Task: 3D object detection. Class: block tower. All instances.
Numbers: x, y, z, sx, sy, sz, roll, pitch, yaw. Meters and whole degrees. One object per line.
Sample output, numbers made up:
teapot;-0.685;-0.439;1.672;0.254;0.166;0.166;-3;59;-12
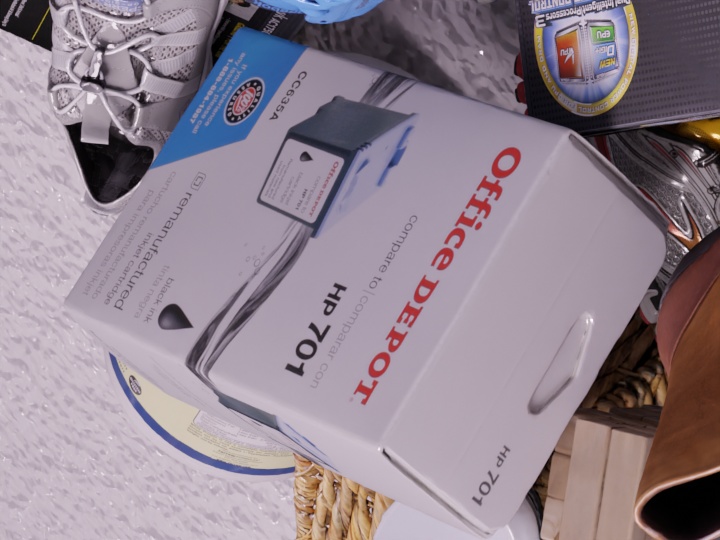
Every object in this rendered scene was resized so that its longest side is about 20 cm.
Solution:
block tower;0.154;0.084;1.125;0.054;0.200;0.058;14;97;44

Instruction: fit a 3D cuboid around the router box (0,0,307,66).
router box;-0.098;-0.142;1.267;0.149;0.051;0.200;25;160;-10

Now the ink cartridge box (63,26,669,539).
ink cartridge box;0.000;0.000;1.105;0.200;0.147;0.086;20;165;46

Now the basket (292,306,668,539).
basket;0.065;0.081;1.264;0.149;0.143;0.200;27;143;27

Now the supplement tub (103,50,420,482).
supplement tub;-0.033;0.000;1.317;0.145;0.145;0.200;47;147;9

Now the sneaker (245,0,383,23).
sneaker;-0.008;-0.115;1.014;0.066;0.078;0.200;39;-170;-8

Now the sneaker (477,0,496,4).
sneaker;-0.023;-0.159;1.134;0.199;0.073;0.072;13;167;-8

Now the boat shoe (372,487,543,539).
boat shoe;0.041;0.131;1.164;0.069;0.057;0.200;46;148;15

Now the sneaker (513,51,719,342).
sneaker;0.142;-0.029;1.131;0.200;0.078;0.082;53;146;0

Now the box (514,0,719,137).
box;0.131;-0.137;1.019;0.200;0.044;0.161;-6;91;54

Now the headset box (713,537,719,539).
headset box;0.215;0.048;0.996;0.075;0.200;0.149;55;148;-6

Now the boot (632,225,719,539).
boot;0.169;-0.007;0.961;0.188;0.200;0.069;-36;99;18

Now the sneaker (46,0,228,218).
sneaker;-0.098;-0.093;1.188;0.075;0.082;0.200;14;151;11
